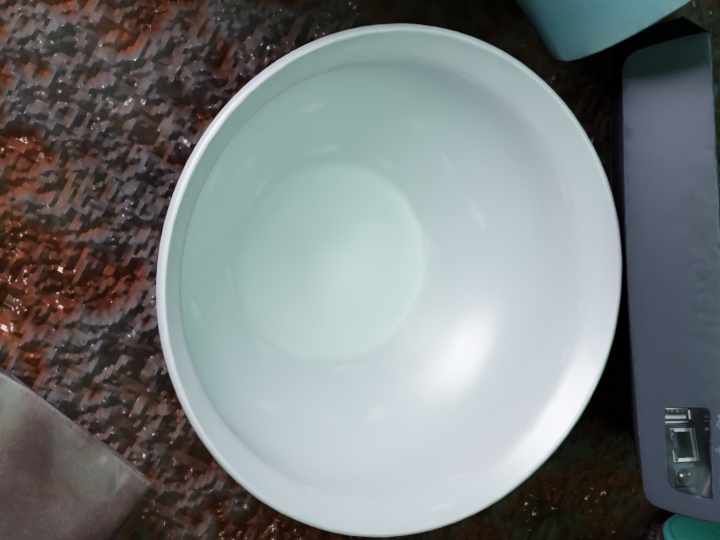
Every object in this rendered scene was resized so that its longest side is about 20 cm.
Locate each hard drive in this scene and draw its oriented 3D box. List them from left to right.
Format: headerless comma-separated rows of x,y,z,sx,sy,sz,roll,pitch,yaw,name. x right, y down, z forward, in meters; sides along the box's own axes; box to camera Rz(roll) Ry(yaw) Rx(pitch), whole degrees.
0.132,-0.004,0.891,0.042,0.135,0.201,-3,100,5,hard drive

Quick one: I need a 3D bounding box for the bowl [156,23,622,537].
0.000,0.000,0.853,0.200,0.090,0.202,-3,99,-22,bowl

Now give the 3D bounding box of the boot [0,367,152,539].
-0.134,0.150,0.826,0.200,0.072,0.166,43,82,-19,boot

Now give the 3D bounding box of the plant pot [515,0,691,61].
0.103,-0.207,0.817,0.201,0.201,0.161,-44,102,-12,plant pot

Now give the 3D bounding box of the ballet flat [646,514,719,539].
0.224,0.134,0.990,0.199,0.068,0.076,-12,124,-16,ballet flat
